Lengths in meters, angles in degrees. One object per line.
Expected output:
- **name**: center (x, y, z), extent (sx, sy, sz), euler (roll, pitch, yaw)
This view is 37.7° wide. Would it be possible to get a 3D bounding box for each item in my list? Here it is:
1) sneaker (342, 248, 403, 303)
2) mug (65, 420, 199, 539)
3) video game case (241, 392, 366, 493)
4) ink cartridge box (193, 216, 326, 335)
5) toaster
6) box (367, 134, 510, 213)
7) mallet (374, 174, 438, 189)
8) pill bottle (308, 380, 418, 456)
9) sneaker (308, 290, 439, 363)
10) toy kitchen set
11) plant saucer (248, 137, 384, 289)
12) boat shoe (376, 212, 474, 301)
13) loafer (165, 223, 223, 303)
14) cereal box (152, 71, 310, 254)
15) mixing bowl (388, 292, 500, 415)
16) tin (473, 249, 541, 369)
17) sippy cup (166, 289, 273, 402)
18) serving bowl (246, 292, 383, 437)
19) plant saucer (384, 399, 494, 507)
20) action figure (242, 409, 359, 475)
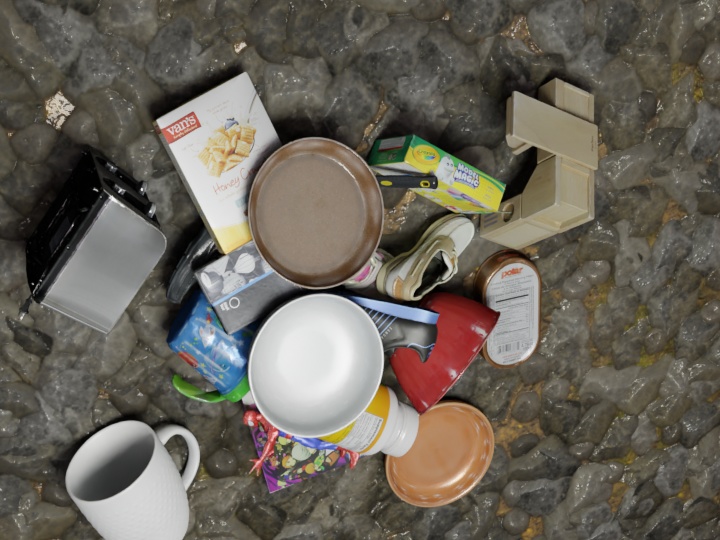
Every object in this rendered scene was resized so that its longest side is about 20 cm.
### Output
- **sneaker**: center (0.000, 0.000, 1.564), extent (0.198, 0.088, 0.082), euler (31, 100, -29)
- **mug**: center (-0.316, 0.320, 1.574), extent (0.200, 0.146, 0.177), euler (-48, 134, -29)
- **video game case**: center (-0.087, 0.235, 1.668), extent (0.178, 0.036, 0.203), euler (-18, 118, -11)
- **ink cartridge box**: center (-0.122, -0.003, 1.456), extent (0.198, 0.039, 0.101), euler (-31, 99, -12)
- **toaster**: center (-0.350, -0.033, 1.370), extent (0.118, 0.181, 0.201), euler (32, 99, -30)
- **box**: center (0.120, -0.132, 1.530), extent (0.198, 0.117, 0.049), euler (27, 80, -27)
- **mallet**: center (0.015, -0.117, 1.486), extent (0.196, 0.041, 0.067), euler (11, 121, 21)
- **pill bottle**: center (-0.012, 0.213, 1.599), extent (0.198, 0.111, 0.112), euler (25, 103, -27)
- **sneaker**: center (0.014, 0.079, 1.523), extent (0.196, 0.070, 0.080), euler (12, 93, 11)
- **toy kitchen set**: center (0.236, -0.169, 1.585), extent (0.161, 0.180, 0.204), euler (16, 67, -29)
- **plant saucer**: center (-0.062, -0.078, 1.434), extent (0.196, 0.032, 0.205), euler (0, 91, -22)
- **boat shoe**: center (0.113, -0.014, 1.572), extent (0.199, 0.068, 0.076), euler (-40, 134, -31)
- **loafer**: center (-0.203, -0.033, 1.484), extent (0.070, 0.068, 0.202), euler (34, 95, -9)
- **cereal box**: center (-0.172, -0.145, 1.425), extent (0.143, 0.039, 0.202), euler (-31, 105, -17)
- **mixing bowl**: center (0.112, 0.109, 1.616), extent (0.108, 0.200, 0.201), euler (38, 98, 1)
- **tin**: center (0.240, 0.066, 1.712), extent (0.110, 0.042, 0.204), euler (-13, 117, -19)
- **sippy cup**: center (-0.203, 0.098, 1.519), extent (0.129, 0.139, 0.180), euler (34, 73, -19)
- **serving bowl**: center (-0.069, 0.126, 1.469), extent (0.196, 0.066, 0.204), euler (-4, 101, -22)
- **plant saucer**: center (0.130, 0.304, 1.777), extent (0.196, 0.038, 0.204), euler (-8, 116, -17)
- **action figure**: center (-0.105, 0.276, 1.618), extent (0.198, 0.065, 0.100), euler (28, 91, -27)
